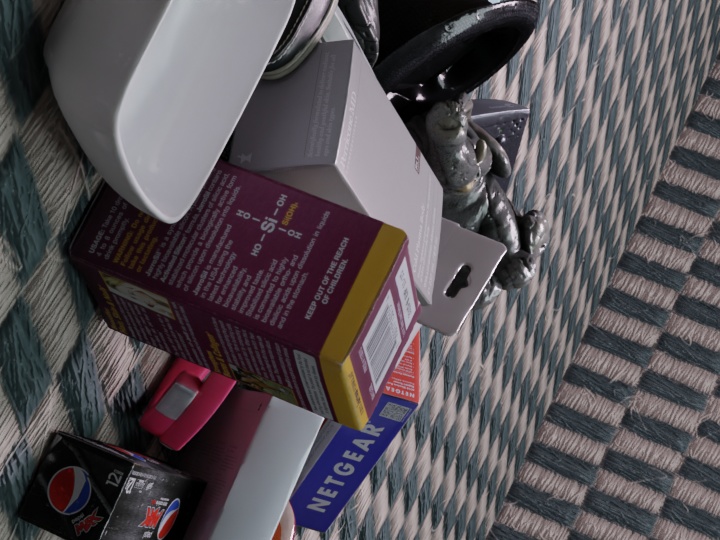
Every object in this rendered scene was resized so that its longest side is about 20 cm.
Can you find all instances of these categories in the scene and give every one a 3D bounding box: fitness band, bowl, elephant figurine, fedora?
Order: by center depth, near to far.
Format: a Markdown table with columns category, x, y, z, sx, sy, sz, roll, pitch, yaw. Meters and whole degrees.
| category | x | y | z | sx | sy | sz | roll | pitch | yaw |
| --- | --- | --- | --- | --- | --- | --- | --- | --- | --- |
| bowl | -0.116 | -0.143 | 1.263 | 0.200 | 0.075 | 0.200 | 70 | 43 | -70 |
| fitness band | -0.102 | 0.054 | 1.552 | 0.144 | 0.037 | 0.200 | -60 | -172 | -29 |
| fedora | 0.048 | -0.192 | 1.711 | 0.201 | 0.092 | 0.201 | -31 | 170 | -6 |
| elephant figurine | 0.071 | -0.080 | 1.735 | 0.142 | 0.155 | 0.200 | -51 | 129 | -41 |

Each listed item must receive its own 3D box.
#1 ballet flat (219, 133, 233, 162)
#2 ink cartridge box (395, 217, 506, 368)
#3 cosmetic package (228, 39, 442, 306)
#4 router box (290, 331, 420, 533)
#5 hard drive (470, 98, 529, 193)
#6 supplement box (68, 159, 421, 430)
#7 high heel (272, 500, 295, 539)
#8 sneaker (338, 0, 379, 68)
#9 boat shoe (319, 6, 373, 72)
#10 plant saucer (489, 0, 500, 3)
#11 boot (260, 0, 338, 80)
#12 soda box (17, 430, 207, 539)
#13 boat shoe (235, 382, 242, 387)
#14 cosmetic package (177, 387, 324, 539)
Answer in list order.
| category | x | y | z | sx | sy | sz | roll | pitch | yaw |
| --- | --- | --- | --- | --- | --- | --- | --- | --- | --- |
| ballet flat | -0.085 | -0.061 | 1.524 | 0.074 | 0.074 | 0.200 | 62 | 51 | -72 |
| ink cartridge box | 0.000 | 0.000 | 1.660 | 0.116 | 0.200 | 0.068 | -56 | 162 | -40 |
| cosmetic package | -0.014 | -0.063 | 1.483 | 0.200 | 0.090 | 0.107 | 57 | 36 | -57 |
| router box | -0.012 | 0.097 | 1.835 | 0.200 | 0.049 | 0.180 | 123 | -23 | -43 |
| hard drive | 0.045 | -0.084 | 1.845 | 0.200 | 0.042 | 0.135 | -15 | 137 | -29 |
| supplement box | -0.072 | 0.007 | 1.394 | 0.131 | 0.200 | 0.103 | 77 | 36 | -67 |
| high heel | -0.091 | 0.214 | 1.809 | 0.096 | 0.067 | 0.200 | 104 | -6 | -49 |
| sneaker | -0.011 | -0.220 | 1.565 | 0.200 | 0.076 | 0.091 | 99 | 8 | -57 |
| boat shoe | -0.026 | -0.140 | 1.532 | 0.200 | 0.064 | 0.071 | 59 | 7 | -41 |
| plant saucer | 0.092 | -0.262 | 1.952 | 0.201 | 0.039 | 0.201 | -59 | 164 | -29 |
| boot | -0.051 | -0.240 | 1.379 | 0.154 | 0.073 | 0.204 | 56 | 54 | -70 |
| soda box | -0.175 | 0.165 | 1.536 | 0.071 | 0.063 | 0.200 | -66 | 166 | -4 |
| boat shoe | -0.068 | 0.053 | 1.738 | 0.072 | 0.068 | 0.200 | -66 | 172 | 17 |
| cosmetic package | -0.103 | 0.170 | 1.668 | 0.151 | 0.052 | 0.200 | -68 | -165 | -7 |
